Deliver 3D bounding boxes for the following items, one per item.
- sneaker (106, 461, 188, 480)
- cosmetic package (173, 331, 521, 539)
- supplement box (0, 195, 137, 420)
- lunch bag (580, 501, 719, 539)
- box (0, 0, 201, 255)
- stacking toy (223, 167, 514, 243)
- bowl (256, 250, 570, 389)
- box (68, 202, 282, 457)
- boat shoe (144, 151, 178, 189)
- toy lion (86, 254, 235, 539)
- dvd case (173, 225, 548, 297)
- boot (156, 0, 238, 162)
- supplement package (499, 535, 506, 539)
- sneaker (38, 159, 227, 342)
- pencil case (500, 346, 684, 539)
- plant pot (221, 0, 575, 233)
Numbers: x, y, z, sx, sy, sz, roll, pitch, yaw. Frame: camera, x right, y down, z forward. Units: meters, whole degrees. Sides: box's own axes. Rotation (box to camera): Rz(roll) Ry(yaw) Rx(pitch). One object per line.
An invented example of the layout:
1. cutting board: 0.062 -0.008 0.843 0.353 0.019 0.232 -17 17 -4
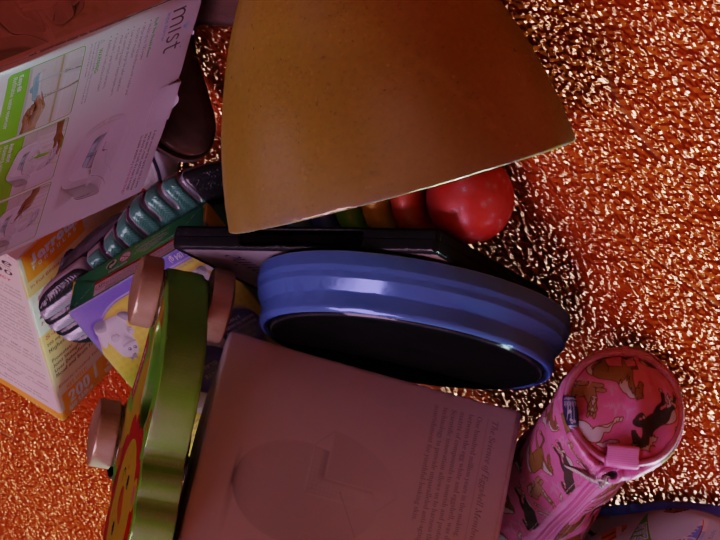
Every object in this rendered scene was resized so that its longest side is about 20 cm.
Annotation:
1. sneaker: -0.115 0.142 1.868 0.106 0.075 0.200 24 152 -18
2. cosmetic package: -0.020 0.174 1.638 0.199 0.200 0.123 16 152 -4
3. supplement box: -0.222 0.000 1.889 0.073 0.126 0.200 29 150 25
4. lunch bag: 0.181 0.246 1.677 0.124 0.170 0.200 42 152 -14
5. box: -0.205 -0.107 1.544 0.097 0.176 0.200 48 145 20
6. stacking toy: 0.013 -0.049 1.588 0.200 0.085 0.085 6 136 39
7. bowl: 0.032 0.035 1.602 0.200 0.039 0.201 9 167 2
8. box: -0.095 0.063 1.735 0.117 0.048 0.200 -30 118 17
9. boat shoe: -0.217 -0.118 1.758 0.202 0.086 0.075 50 151 -13
10. toy lion: -0.132 0.120 1.608 0.068 0.192 0.200 12 125 -11
11. dvd case: 0.000 0.000 1.608 0.200 0.018 0.143 2 165 34
12. boot: -0.090 -0.150 1.584 0.200 0.064 0.187 -2 128 47
13. supplement package: 0.045 0.223 1.824 0.200 0.152 0.151 46 158 -9
14. sneaker: -0.140 -0.034 1.755 0.200 0.088 0.074 -31 116 17
15. pencil case: 0.142 0.120 1.636 0.083 0.086 0.200 57 157 12
16. plant pot: 0.006 -0.115 1.406 0.200 0.200 0.142 -8 98 55
